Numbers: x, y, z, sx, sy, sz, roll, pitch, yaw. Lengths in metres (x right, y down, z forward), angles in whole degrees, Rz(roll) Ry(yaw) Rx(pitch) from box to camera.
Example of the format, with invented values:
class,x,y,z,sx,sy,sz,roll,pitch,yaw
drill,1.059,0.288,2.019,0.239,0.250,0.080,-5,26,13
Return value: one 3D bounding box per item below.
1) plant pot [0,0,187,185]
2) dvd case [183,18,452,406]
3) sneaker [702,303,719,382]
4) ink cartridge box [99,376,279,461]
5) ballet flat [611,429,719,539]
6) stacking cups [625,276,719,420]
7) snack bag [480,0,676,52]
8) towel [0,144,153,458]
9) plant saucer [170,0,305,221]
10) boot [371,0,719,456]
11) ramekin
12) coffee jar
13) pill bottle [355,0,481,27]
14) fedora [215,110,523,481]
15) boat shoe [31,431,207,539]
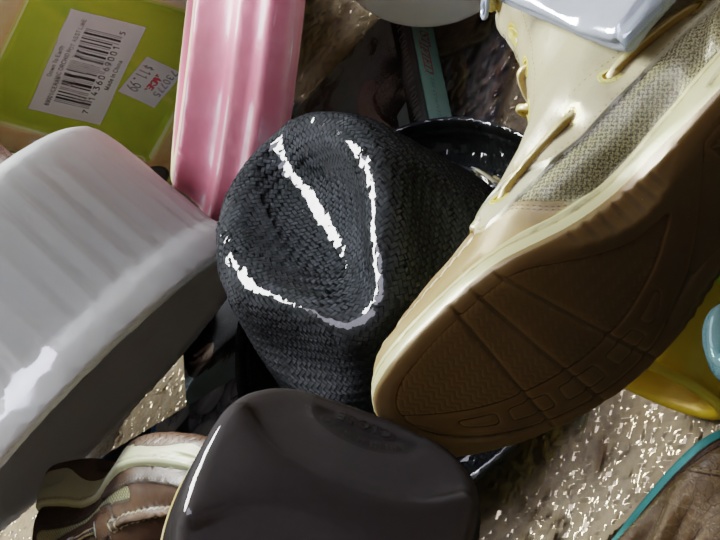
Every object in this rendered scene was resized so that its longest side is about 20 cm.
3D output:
class,x,y,z,sx,sy,sz,roll,pitch,yaw
plant pot,-0.157,-0.170,1.159,0.200,0.198,0.182,-56,33,36
dvd case,-0.026,-0.026,1.025,0.200,0.022,0.147,-43,34,29
sneaker,0.183,-0.026,0.626,0.201,0.086,0.078,-56,31,12
ink cartridge box,-0.079,0.153,0.940,0.198,0.043,0.201,-31,42,41
ballet flat,0.083,0.142,0.684,0.200,0.068,0.073,-47,52,19
stacking cups,0.147,-0.047,0.742,0.060,0.060,0.201,10,70,60
snack bag,0.098,-0.165,0.733,0.189,0.021,0.200,-46,34,-4
towel,-0.190,0.010,1.056,0.133,0.199,0.034,-53,-1,15
plant saucer,-0.060,-0.114,0.989,0.201,0.050,0.202,-174,90,-84
boot,0.069,-0.042,0.715,0.200,0.073,0.156,-45,33,14
ramekin,-0.152,0.028,0.941,0.201,0.098,0.200,-47,-5,-5
coffee jar,-0.020,0.120,0.724,0.200,0.104,0.086,104,-172,-61
pill bottle,0.030,-0.217,1.003,0.111,0.111,0.201,-38,37,36
fedora,0.000,0.000,0.848,0.200,0.092,0.202,-24,47,28
boat shoe,-0.087,0.120,0.872,0.202,0.074,0.075,-23,46,62
